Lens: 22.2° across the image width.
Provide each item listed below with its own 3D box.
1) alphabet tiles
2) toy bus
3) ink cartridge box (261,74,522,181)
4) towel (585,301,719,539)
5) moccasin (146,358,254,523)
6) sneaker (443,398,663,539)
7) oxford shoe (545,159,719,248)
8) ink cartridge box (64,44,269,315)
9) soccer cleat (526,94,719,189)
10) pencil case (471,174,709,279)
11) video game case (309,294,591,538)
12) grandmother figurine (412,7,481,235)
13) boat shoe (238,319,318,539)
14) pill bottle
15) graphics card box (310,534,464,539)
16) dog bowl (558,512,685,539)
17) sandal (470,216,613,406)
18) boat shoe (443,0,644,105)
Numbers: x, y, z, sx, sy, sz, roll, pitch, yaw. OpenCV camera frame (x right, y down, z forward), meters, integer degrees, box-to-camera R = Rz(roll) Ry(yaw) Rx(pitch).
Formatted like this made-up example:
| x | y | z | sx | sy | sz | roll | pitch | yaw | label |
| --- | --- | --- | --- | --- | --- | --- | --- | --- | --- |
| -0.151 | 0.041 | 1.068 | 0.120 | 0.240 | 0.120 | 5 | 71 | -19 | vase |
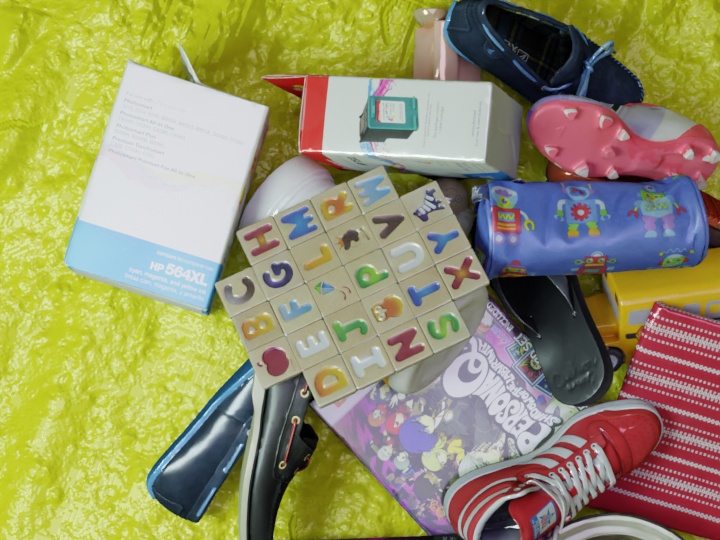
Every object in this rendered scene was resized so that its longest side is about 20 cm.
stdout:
| x | y | z | sx | sy | sz | roll | pitch | yaw | label |
| --- | --- | --- | --- | --- | --- | --- | --- | --- | --- |
| -0.007 | 0.011 | 1.459 | 0.199 | 0.006 | 0.167 | -25 | 68 | -5 | alphabet tiles |
| 0.271 | 0.031 | 1.577 | 0.198 | 0.065 | 0.079 | -7 | 129 | -5 | toy bus |
| 0.024 | -0.118 | 1.519 | 0.198 | 0.116 | 0.068 | 4 | 86 | 18 | ink cartridge box |
| 0.284 | 0.134 | 1.567 | 0.143 | 0.023 | 0.201 | 16 | 111 | -3 | towel |
| -0.097 | 0.128 | 1.561 | 0.068 | 0.080 | 0.200 | 42 | 98 | -5 | moccasin |
| 0.168 | 0.177 | 1.508 | 0.199 | 0.113 | 0.072 | -27 | 103 | 0 | sneaker |
| 0.249 | -0.043 | 1.606 | 0.198 | 0.071 | 0.073 | 16 | 111 | -4 | oxford shoe |
| -0.155 | -0.077 | 1.535 | 0.124 | 0.129 | 0.202 | 18 | 86 | -3 | ink cartridge box |
| 0.219 | -0.117 | 1.566 | 0.198 | 0.077 | 0.067 | 9 | 121 | -27 | soccer cleat |
| 0.186 | -0.039 | 1.517 | 0.198 | 0.078 | 0.088 | -3 | 62 | -7 | pencil case |
| 0.085 | 0.126 | 1.587 | 0.181 | 0.036 | 0.200 | -43 | 90 | -5 | video game case |
| 0.072 | -0.124 | 1.593 | 0.120 | 0.061 | 0.202 | -1 | 83 | 4 | grandmother figurine |
| -0.065 | 0.140 | 1.490 | 0.062 | 0.074 | 0.203 | 8 | 100 | -6 | boat shoe |
| 0.000 | 0.000 | 1.529 | 0.200 | 0.116 | 0.117 | 40 | 84 | 19 | pill bottle |
| -0.009 | 0.257 | 1.509 | 0.198 | 0.125 | 0.051 | -2 | 95 | 5 | graphics card box |
| 0.209 | 0.307 | 1.566 | 0.198 | 0.074 | 0.202 | 0 | 86 | -4 | dog bowl |
| 0.152 | 0.021 | 1.551 | 0.076 | 0.043 | 0.201 | -43 | 58 | 23 | sandal |
| 0.164 | -0.174 | 1.574 | 0.199 | 0.069 | 0.085 | 16 | 80 | -24 | boat shoe |
